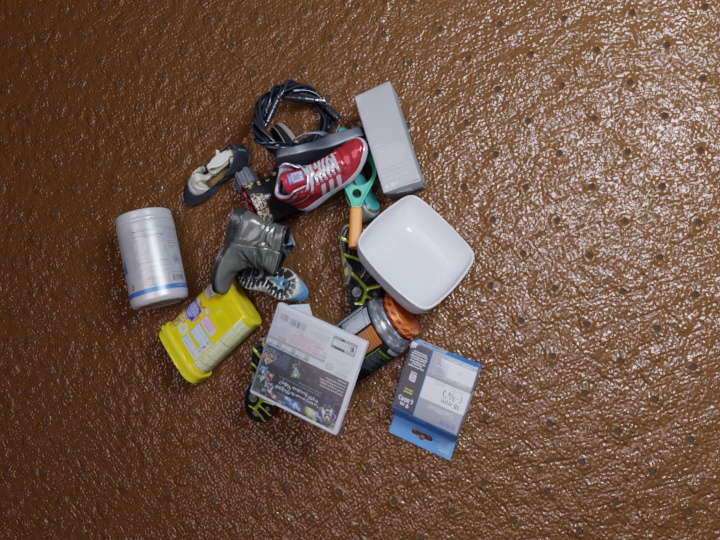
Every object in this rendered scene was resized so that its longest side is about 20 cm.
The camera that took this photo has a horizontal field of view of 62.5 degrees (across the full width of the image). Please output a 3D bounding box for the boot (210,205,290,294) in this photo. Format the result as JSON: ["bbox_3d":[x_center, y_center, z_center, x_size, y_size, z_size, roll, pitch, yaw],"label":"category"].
[{"bbox_3d":[-0.222,-0.017,1.202,0.128,0.068,0.205,26,112,6],"label":"boot"}]

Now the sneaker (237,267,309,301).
[{"bbox_3d":[-0.188,0.025,1.272,0.197,0.090,0.080,26,85,37],"label":"sneaker"}]

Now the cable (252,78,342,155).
[{"bbox_3d":[-0.141,-0.314,1.223,0.197,0.051,0.166,-32,83,-27],"label":"cable"}]

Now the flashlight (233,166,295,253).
[{"bbox_3d":[-0.212,-0.128,1.289,0.066,0.068,0.204,-29,81,15],"label":"flashlight"}]

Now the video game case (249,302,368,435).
[{"bbox_3d":[-0.100,0.185,1.134,0.195,0.023,0.188,21,94,15],"label":"video game case"}]

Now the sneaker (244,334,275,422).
[{"bbox_3d":[-0.198,0.233,1.274,0.073,0.077,0.206,18,111,9],"label":"sneaker"}]

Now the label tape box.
[{"bbox_3d":[0.141,0.259,1.173,0.140,0.063,0.207,19,94,17],"label":"label tape box"}]

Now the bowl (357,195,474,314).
[{"bbox_3d":[0.100,-0.022,1.149,0.199,0.075,0.199,44,57,10],"label":"bowl"}]

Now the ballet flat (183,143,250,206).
[{"bbox_3d":[-0.336,-0.218,1.329,0.197,0.073,0.075,-33,80,14],"label":"ballet flat"}]

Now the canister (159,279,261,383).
[{"bbox_3d":[-0.330,0.126,1.312,0.199,0.086,0.150,-41,76,11],"label":"canister"}]

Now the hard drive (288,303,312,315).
[{"bbox_3d":[-0.105,0.172,1.216,0.026,0.132,0.206,-19,83,14],"label":"hard drive"}]

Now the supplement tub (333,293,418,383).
[{"bbox_3d":[0.013,0.137,1.177,0.198,0.122,0.125,-35,79,19],"label":"supplement tub"}]

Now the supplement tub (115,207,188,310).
[{"bbox_3d":[-0.469,-0.024,1.335,0.128,0.132,0.207,-16,84,16],"label":"supplement tub"}]

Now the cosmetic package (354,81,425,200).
[{"bbox_3d":[0.061,-0.254,1.186,0.087,0.107,0.207,-15,86,12],"label":"cosmetic package"}]

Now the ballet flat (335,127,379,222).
[{"bbox_3d":[-0.021,-0.195,1.236,0.063,0.066,0.206,-32,76,45],"label":"ballet flat"}]

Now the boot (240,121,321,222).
[{"bbox_3d":[-0.182,-0.199,1.249,0.147,0.073,0.205,-25,88,-18],"label":"boot"}]

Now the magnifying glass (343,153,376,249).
[{"bbox_3d":[-0.008,-0.143,1.171,0.077,0.022,0.208,3,75,-3],"label":"magnifying glass"}]

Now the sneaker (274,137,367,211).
[{"bbox_3d":[-0.081,-0.189,1.133,0.198,0.111,0.073,-38,65,25],"label":"sneaker"}]

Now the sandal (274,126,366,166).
[{"bbox_3d":[-0.083,-0.249,1.167,0.195,0.076,0.044,-21,83,-24],"label":"sandal"}]

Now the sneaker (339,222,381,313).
[{"bbox_3d":[0.000,0.000,1.224,0.073,0.077,0.207,-7,105,-5],"label":"sneaker"}]
